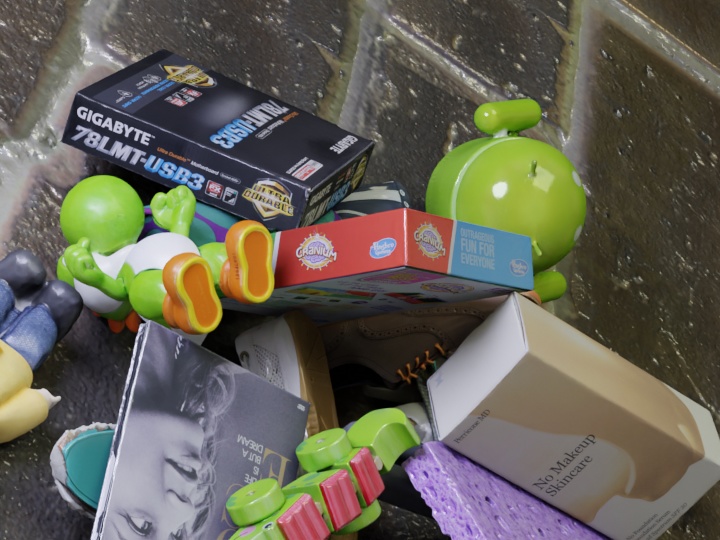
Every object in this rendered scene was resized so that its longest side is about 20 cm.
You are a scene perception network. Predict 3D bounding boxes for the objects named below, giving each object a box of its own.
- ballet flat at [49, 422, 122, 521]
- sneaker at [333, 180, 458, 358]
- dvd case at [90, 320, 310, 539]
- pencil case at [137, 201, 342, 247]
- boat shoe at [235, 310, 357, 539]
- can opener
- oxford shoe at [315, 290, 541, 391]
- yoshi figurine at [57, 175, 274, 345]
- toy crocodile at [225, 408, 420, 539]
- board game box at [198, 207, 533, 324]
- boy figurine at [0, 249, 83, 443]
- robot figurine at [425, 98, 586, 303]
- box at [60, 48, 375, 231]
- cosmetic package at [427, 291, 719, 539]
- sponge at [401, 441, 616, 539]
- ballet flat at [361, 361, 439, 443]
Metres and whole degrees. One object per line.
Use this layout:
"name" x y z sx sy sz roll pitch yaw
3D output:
"ballet flat" -0.137 0.144 1.491 0.199 0.072 0.072 13 43 -41
"sneaker" 0.052 -0.002 1.846 0.199 0.070 0.109 26 38 -19
"dvd case" -0.107 0.152 1.458 0.148 0.016 0.201 30 59 -35
"pencil case" -0.093 -0.008 1.684 0.199 0.085 0.093 -7 73 -52
"boat shoe" -0.051 0.133 1.591 0.071 0.069 0.201 30 47 -62
"can opener" 0.059 0.167 1.619 0.199 0.066 0.053 26 43 -35
"oxford shoe" 0.044 0.056 1.686 0.071 0.199 0.073 50 33 -55
"yoshi figurine" -0.153 -0.018 1.536 0.112 0.199 0.113 33 73 -37
"toy crocodile" -0.030 0.158 1.477 0.200 0.061 0.068 -36 107 -47
"board game box" 0.000 0.000 1.570 0.153 0.199 0.041 11 74 -51
"boy figurine" -0.257 0.061 1.454 0.124 0.064 0.200 42 30 -6
"robot figurine" 0.123 -0.055 1.878 0.115 0.200 0.177 -7 95 -11
"box" -0.106 -0.101 1.721 0.197 0.050 0.200 22 19 9
"cosmetic package" 0.157 0.112 1.587 0.199 0.105 0.071 29 28 -25
"sponge" 0.121 0.173 1.597 0.199 0.030 0.112 3 48 -54
"ballet flat" 0.039 0.103 1.731 0.072 0.072 0.201 11 44 -39
